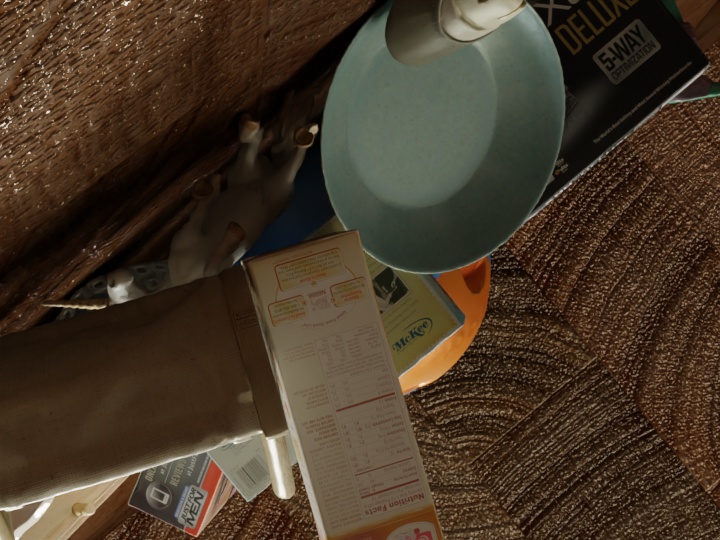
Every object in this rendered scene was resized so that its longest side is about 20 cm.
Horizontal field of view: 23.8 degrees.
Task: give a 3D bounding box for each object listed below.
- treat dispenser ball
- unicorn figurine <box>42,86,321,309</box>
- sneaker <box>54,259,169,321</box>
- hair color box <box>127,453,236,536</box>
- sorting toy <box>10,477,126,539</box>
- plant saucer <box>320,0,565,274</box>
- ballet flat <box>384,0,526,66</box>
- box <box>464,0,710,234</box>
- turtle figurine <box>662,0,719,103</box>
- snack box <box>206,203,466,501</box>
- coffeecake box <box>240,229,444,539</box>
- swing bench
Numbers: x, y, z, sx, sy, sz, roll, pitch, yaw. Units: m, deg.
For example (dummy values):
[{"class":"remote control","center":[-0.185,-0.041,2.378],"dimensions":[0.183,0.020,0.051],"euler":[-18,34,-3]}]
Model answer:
[{"class":"treat dispenser ball","center":[0.000,0.000,1.301],"dimensions":[0.200,0.201,0.201],"euler":[-39,175,-4]},{"class":"unicorn figurine","center":[-0.095,-0.028,1.101],"dimensions":[0.199,0.074,0.138],"euler":[-34,168,-28]},{"class":"sneaker","center":[-0.196,0.054,1.204],"dimensions":[0.199,0.075,0.087],"euler":[-33,-173,4]},{"class":"hair color box","center":[-0.106,0.116,1.337],"dimensions":[0.200,0.064,0.112],"euler":[-43,155,-72]},{"class":"sorting toy","center":[-0.216,0.138,1.269],"dimensions":[0.200,0.107,0.180],"euler":[-46,-173,-29]},{"class":"plant saucer","center":[0.049,-0.099,1.148],"dimensions":[0.201,0.202,0.039],"euler":[-38,-149,-20]},{"class":"ballet flat","center":[0.094,-0.193,1.044],"dimensions":[0.200,0.067,0.064],"euler":[-44,-142,13]},{"class":"box","center":[0.123,-0.141,1.222],"dimensions":[0.200,0.158,0.050],"euler":[-39,175,7]},{"class":"turtle figurine","center":[0.228,-0.228,1.279],"dimensions":[0.100,0.202,0.150],"euler":[-6,-172,8]},{"class":"snack box","center":[-0.039,0.053,1.189],"dimensions":[0.200,0.116,0.037],"euler":[-39,-178,8]},{"class":"coffeecake box","center":[-0.014,0.080,1.085],"dimensions":[0.072,0.202,0.154],"euler":[-16,-178,-6]},{"class":"swing bench","center":[-0.150,0.088,1.046],"dimensions":[0.197,0.131,0.200],"euler":[-15,162,-5]}]
